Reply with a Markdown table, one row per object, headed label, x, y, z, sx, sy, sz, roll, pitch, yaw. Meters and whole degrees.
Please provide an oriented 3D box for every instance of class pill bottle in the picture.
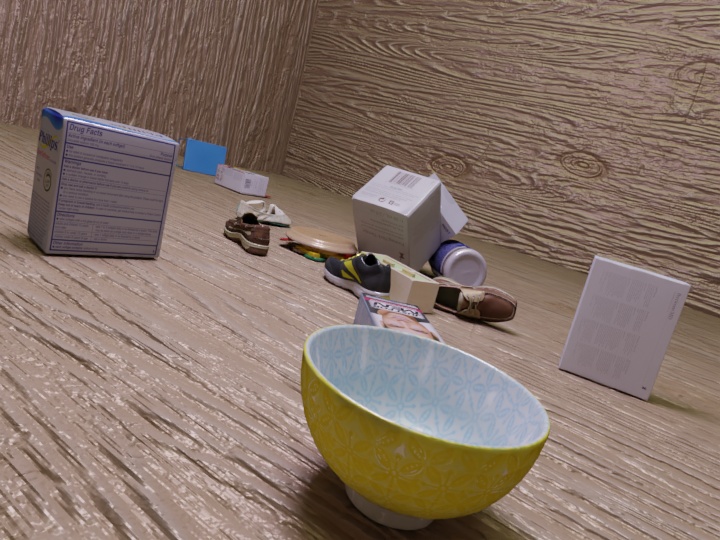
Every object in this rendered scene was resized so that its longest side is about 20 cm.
| label | x | y | z | sx | sy | sz | roll | pitch | yaw |
| --- | --- | --- | --- | --- | --- | --- | --- | --- | --- |
| pill bottle | 0.247 | -0.017 | 1.402 | 0.113 | 0.119 | 0.200 | 12 | 12 | -12 |

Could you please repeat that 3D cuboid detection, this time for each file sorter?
| label | x | y | z | sx | sy | sz | roll | pitch | yaw |
| --- | --- | --- | --- | --- | --- | --- | --- | --- | --- |
| file sorter | -0.760 | -0.540 | 2.522 | 0.197 | 0.142 | 0.121 | 5 | 12 | -42 |

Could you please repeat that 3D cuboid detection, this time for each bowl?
| label | x | y | z | sx | sy | sz | roll | pitch | yaw |
| --- | --- | --- | --- | --- | --- | --- | --- | --- | --- |
| bowl | 0.038 | 0.131 | 0.421 | 0.195 | 0.110 | 0.200 | 14 | 11 | -3 |

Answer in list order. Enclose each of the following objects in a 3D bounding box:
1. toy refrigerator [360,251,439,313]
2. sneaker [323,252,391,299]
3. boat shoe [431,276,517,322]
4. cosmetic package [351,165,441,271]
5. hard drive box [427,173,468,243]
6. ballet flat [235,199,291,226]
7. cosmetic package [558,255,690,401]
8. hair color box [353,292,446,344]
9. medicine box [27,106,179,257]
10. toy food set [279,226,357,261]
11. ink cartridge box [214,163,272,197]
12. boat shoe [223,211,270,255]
| label | x | y | z | sx | sy | sz | roll | pitch | yaw |
| --- | --- | --- | --- | --- | --- | --- | --- | --- | --- |
| toy refrigerator | 0.072 | 0.019 | 1.114 | 0.074 | 0.072 | 0.199 | 8 | 14 | -33 |
| sneaker | 0.000 | 0.000 | 1.066 | 0.073 | 0.087 | 0.198 | 5 | 15 | -42 |
| boat shoe | 0.221 | 0.067 | 1.100 | 0.196 | 0.078 | 0.073 | 12 | 14 | 27 |
| cosmetic package | 0.096 | -0.119 | 1.331 | 0.165 | 0.203 | 0.166 | 21 | 48 | 29 |
| hard drive box | 0.169 | -0.142 | 1.443 | 0.077 | 0.157 | 0.199 | -43 | 7 | -38 |
| ballet flat | -0.279 | -0.172 | 1.581 | 0.067 | 0.064 | 0.197 | 25 | 14 | 40 |
| cosmetic package | 0.442 | 0.095 | 0.901 | 0.148 | 0.205 | 0.051 | 20 | 13 | 21 |
| hair color box | 0.051 | 0.095 | 0.738 | 0.096 | 0.062 | 0.200 | 13 | 12 | -10 |
| medicine box | -0.411 | -0.133 | 0.851 | 0.102 | 0.205 | 0.180 | 23 | 14 | 39 |
| toy food set | -0.103 | -0.067 | 1.348 | 0.195 | 0.050 | 0.199 | 5 | 15 | -40 |
| ink cartridge box | -0.485 | -0.376 | 2.234 | 0.197 | 0.086 | 0.174 | 23 | 13 | 37 |
| boat shoe | -0.255 | -0.098 | 1.222 | 0.073 | 0.077 | 0.201 | 6 | 14 | -38 |
